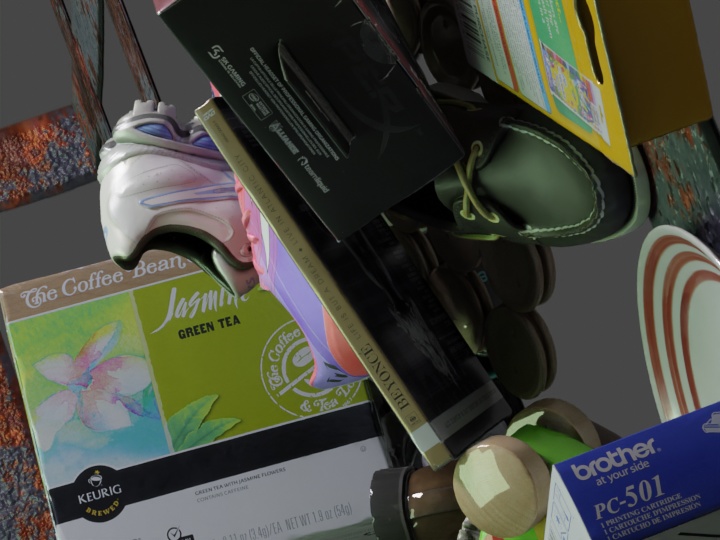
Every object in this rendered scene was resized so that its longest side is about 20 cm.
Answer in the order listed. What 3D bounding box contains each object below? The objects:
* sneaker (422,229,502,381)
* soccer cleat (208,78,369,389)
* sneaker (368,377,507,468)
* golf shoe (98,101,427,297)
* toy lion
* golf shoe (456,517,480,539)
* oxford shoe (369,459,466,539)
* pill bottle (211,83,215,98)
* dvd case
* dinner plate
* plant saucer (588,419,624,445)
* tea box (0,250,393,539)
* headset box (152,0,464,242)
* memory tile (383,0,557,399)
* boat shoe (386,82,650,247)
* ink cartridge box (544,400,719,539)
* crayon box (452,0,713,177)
[{"bbox_3d":[0.047,0.037,1.455,0.200,0.075,0.080,103,144,-72],"label":"sneaker"},{"bbox_3d":[-0.039,-0.033,1.353,0.068,0.073,0.201,-16,-105,-59],"label":"soccer cleat"},{"bbox_3d":[0.042,0.094,1.574,0.200,0.075,0.115,91,155,-70],"label":"sneaker"},{"bbox_3d":[-0.048,-0.024,1.423,0.078,0.198,0.098,113,163,-63],"label":"golf shoe"},{"bbox_3d":[0.107,0.190,1.210,0.191,0.069,0.201,36,125,19],"label":"toy lion"},{"bbox_3d":[0.098,0.216,1.333,0.097,0.078,0.201,98,152,-80],"label":"golf shoe"},{"bbox_3d":[0.080,0.146,1.444,0.200,0.084,0.073,24,-126,-67],"label":"oxford shoe"},{"bbox_3d":[-0.031,-0.126,1.465,0.200,0.110,0.112,93,155,-65],"label":"pill bottle"},{"bbox_3d":[0.000,0.000,1.249,0.201,0.016,0.149,56,-166,4],"label":"dvd case"},{"bbox_3d":[0.164,0.074,1.060,0.200,0.024,0.201,161,90,-79],"label":"dinner plate"},{"bbox_3d":[0.139,0.159,1.306,0.200,0.036,0.202,161,90,-80],"label":"plant saucer"},{"bbox_3d":[-0.095,0.092,1.542,0.134,0.199,0.198,94,160,-74],"label":"tea box"},{"bbox_3d":[-0.036,-0.119,1.176,0.149,0.075,0.200,51,-171,-33],"label":"headset box"},{"bbox_3d":[0.050,-0.047,1.296,0.153,0.017,0.201,35,136,48],"label":"memory tile"},{"bbox_3d":[0.058,-0.045,1.194,0.201,0.060,0.072,16,120,60],"label":"boat shoe"},{"bbox_3d":[0.122,0.124,1.048,0.200,0.093,0.044,90,158,-59],"label":"ink cartridge box"},{"bbox_3d":[0.083,-0.126,1.043,0.200,0.051,0.127,-132,25,-66],"label":"crayon box"}]
